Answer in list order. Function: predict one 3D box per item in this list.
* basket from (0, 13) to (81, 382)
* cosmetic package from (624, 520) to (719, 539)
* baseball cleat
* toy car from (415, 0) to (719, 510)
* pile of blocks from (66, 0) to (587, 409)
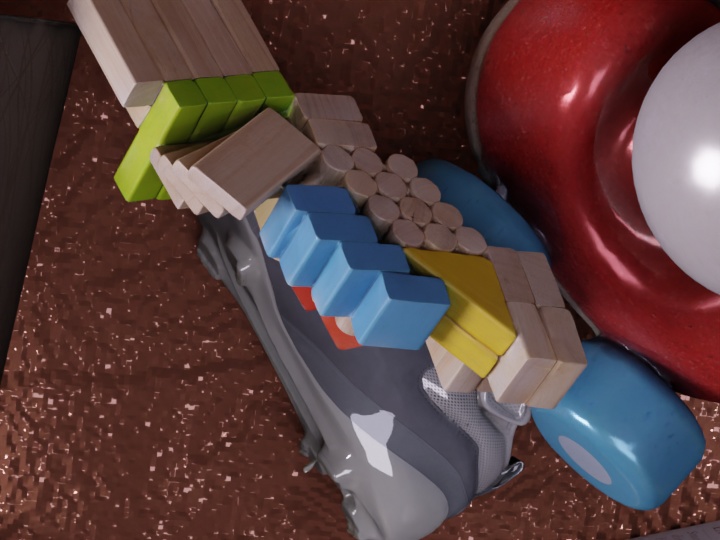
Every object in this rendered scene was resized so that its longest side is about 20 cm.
[{"bbox_3d":[-0.186,0.013,0.897,0.180,0.136,0.201,4,93,-19],"label":"basket"},{"bbox_3d":[0.191,0.134,1.046,0.199,0.102,0.074,-13,109,-7],"label":"cosmetic package"},{"bbox_3d":[0.000,0.000,0.997,0.106,0.070,0.201,-30,116,-13],"label":"baseball cleat"},{"bbox_3d":[0.137,-0.024,0.908,0.184,0.200,0.177,-47,110,-12],"label":"toy car"},{"bbox_3d":[-0.022,-0.012,0.884,0.200,0.082,0.062,41,131,10],"label":"pile of blocks"}]
